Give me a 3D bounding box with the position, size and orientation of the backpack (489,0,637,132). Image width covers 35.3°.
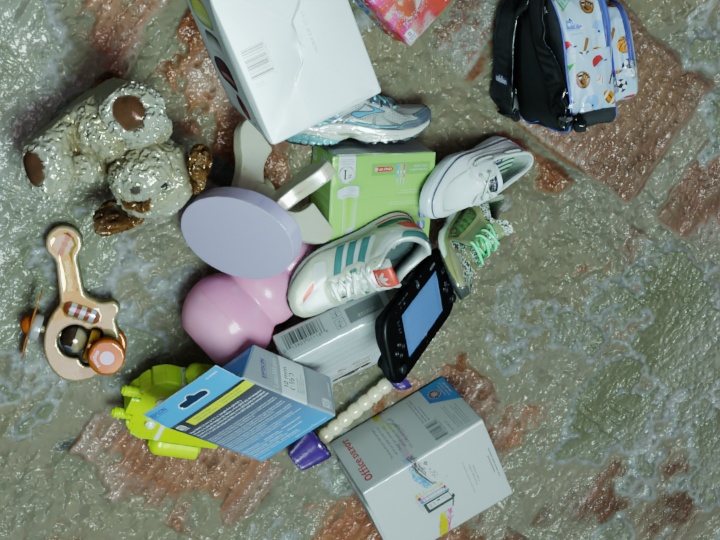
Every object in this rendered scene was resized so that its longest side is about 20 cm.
[{"bbox_3d":[0.265,-0.287,1.461,0.153,0.200,0.192,-22,110,-17],"label":"backpack"}]

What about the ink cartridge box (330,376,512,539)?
[{"bbox_3d":[0.086,0.285,1.633,0.199,0.147,0.145,-29,118,-8],"label":"ink cartridge box"}]

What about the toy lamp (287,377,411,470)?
[{"bbox_3d":[-0.017,0.210,1.616,0.199,0.058,0.058,-38,119,-3],"label":"toy lamp"}]

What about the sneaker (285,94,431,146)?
[{"bbox_3d":[-0.001,-0.209,1.447,0.198,0.078,0.087,-6,109,-19],"label":"sneaker"}]

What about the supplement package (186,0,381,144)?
[{"bbox_3d":[-0.100,-0.282,1.309,0.146,0.200,0.192,-26,117,-9],"label":"supplement package"}]

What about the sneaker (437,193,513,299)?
[{"bbox_3d":[0.156,-0.045,1.496,0.088,0.201,0.077,-12,130,21],"label":"sneaker"}]

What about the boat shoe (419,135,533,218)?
[{"bbox_3d":[0.158,-0.125,1.494,0.200,0.066,0.074,-39,135,-37],"label":"boat shoe"}]

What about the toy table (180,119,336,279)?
[{"bbox_3d":[-0.121,-0.077,1.377,0.117,0.199,0.185,-51,127,-31],"label":"toy table"}]

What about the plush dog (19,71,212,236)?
[{"bbox_3d":[-0.269,-0.134,1.327,0.199,0.161,0.172,-26,115,19],"label":"plush dog"}]

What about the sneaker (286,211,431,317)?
[{"bbox_3d":[0.001,0.000,1.419,0.199,0.093,0.071,-31,119,-10],"label":"sneaker"}]

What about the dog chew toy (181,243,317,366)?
[{"bbox_3d":[-0.136,0.030,1.469,0.200,0.124,0.125,-44,119,-10],"label":"dog chew toy"}]

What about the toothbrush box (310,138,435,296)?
[{"bbox_3d":[0.012,-0.069,1.500,0.144,0.086,0.202,-5,111,-20],"label":"toothbrush box"}]

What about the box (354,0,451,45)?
[{"bbox_3d":[0.080,-0.389,1.395,0.200,0.095,0.100,-47,118,2],"label":"box"}]

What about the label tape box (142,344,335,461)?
[{"bbox_3d":[-0.151,0.159,1.417,0.143,0.067,0.199,-35,134,30],"label":"label tape box"}]

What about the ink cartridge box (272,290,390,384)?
[{"bbox_3d":[-0.026,0.099,1.531,0.161,0.200,0.050,-26,73,-5],"label":"ink cartridge box"}]

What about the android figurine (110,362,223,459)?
[{"bbox_3d":[-0.230,0.185,1.506,0.199,0.041,0.183,13,131,-27],"label":"android figurine"}]

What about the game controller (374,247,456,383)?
[{"bbox_3d":[0.073,0.054,1.456,0.200,0.042,0.105,-50,145,-48],"label":"game controller"}]

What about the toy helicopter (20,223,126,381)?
[{"bbox_3d":[-0.370,0.042,1.419,0.131,0.079,0.202,-8,102,-8],"label":"toy helicopter"}]
